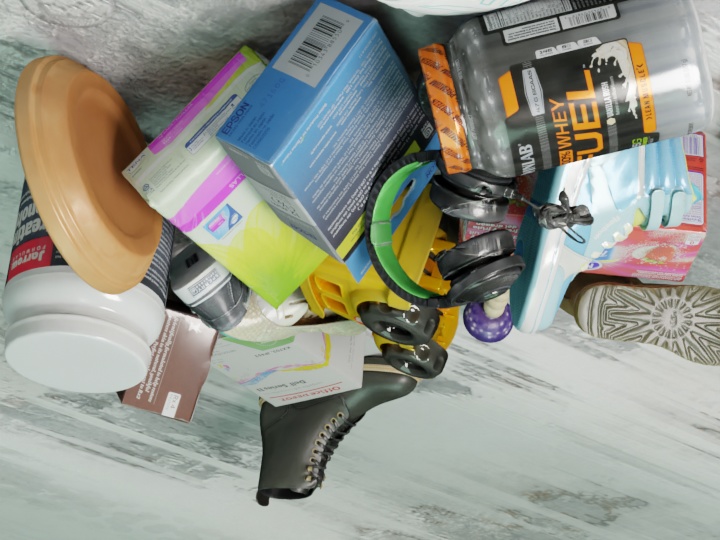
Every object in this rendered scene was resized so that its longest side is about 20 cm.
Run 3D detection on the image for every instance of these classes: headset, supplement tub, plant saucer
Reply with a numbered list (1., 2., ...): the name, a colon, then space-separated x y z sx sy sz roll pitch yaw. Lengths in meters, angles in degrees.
1. headset: 0.083 -0.033 1.501 0.200 0.124 0.094 -4 -178 34
2. supplement tub: 0.149 -0.139 1.437 0.200 0.123 0.123 -14 151 3
3. plant saucer: -0.211 -0.081 1.577 0.037 0.200 0.200 -17 147 17
4. supplement tub: -0.235 -0.009 1.713 0.140 0.200 0.140 4 153 2

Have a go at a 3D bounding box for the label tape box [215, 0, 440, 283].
1. label tape box: -0.017 -0.100 1.553 0.066 0.143 0.200 28 166 30

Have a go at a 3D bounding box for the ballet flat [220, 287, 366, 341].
1. ballet flat: -0.056 0.028 1.879 0.200 0.068 0.062 -2 153 -45

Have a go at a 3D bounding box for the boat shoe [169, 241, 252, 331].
1. boat shoe: -0.129 0.010 1.771 0.072 0.200 0.068 -36 103 0

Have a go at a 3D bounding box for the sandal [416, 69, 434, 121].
1. sandal: 0.121 -0.142 1.565 0.200 0.048 0.075 9 140 -37

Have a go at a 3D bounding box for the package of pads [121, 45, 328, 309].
1. package of pads: -0.080 -0.077 1.625 0.155 0.068 0.200 -46 140 1

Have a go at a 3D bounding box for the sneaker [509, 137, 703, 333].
1. sneaker: 0.199 -0.033 1.555 0.130 0.080 0.200 12 107 -12

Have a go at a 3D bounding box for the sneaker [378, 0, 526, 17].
1. sneaker: 0.103 -0.222 1.404 0.200 0.071 0.080 -4 168 21

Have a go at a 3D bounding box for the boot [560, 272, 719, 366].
1. boot: 0.256 0.028 1.760 0.175 0.066 0.200 13 -174 -4

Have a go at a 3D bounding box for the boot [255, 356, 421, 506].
1. boot: -0.024 0.176 2.108 0.200 0.139 0.077 -17 145 34

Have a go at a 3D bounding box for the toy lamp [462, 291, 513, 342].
1. toy lamp: 0.136 0.004 1.840 0.058 0.058 0.200 8 154 -6

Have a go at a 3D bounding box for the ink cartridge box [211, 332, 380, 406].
1. ink cartridge box: -0.074 0.080 2.005 0.117 0.067 0.200 -15 147 33

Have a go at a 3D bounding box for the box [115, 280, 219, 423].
1. box: -0.194 0.065 1.854 0.075 0.100 0.200 16 -174 -19

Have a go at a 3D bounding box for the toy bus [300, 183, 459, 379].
1. toy bus: 0.000 0.000 1.788 0.192 0.136 0.200 12 158 15

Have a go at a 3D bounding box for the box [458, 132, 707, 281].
1. box: 0.186 -0.061 1.653 0.200 0.100 0.096 5 153 -2
